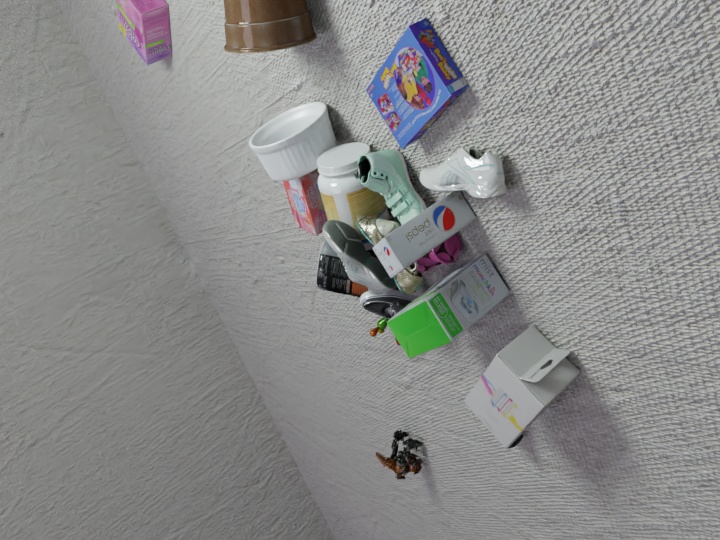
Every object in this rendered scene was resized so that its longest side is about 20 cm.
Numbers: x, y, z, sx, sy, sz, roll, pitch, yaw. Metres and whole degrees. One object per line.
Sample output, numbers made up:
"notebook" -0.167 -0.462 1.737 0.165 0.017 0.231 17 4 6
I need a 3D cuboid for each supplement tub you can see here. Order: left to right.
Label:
"supplement tub" -0.014 -0.161 1.352 0.143 0.143 0.205 24 138 48
"supplement tub" 0.000 0.000 1.438 0.193 0.125 0.124 11 142 4

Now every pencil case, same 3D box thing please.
"pencil case" 0.134 -0.032 1.293 0.095 0.090 0.199 52 153 -6

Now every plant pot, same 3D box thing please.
"plant pot" -0.195 -0.559 1.220 0.198 0.197 0.204 27 133 46

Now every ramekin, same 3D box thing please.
"ramekin" -0.148 -0.292 1.401 0.198 0.200 0.099 20 144 51

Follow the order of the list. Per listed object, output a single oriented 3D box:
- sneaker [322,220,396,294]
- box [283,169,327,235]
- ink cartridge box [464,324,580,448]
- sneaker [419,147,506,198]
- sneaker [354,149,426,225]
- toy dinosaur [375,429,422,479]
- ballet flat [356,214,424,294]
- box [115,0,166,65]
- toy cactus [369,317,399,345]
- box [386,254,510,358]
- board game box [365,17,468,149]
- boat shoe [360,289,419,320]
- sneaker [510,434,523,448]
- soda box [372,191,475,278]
"sneaker" -0.013 -0.020 1.304 0.200 0.071 0.080 45 140 -9
"box" -0.128 -0.208 1.560 0.102 0.094 0.205 26 139 47
"ink cartridge box" 0.311 0.216 1.175 0.125 0.127 0.203 45 142 22
"sneaker" 0.181 -0.180 1.090 0.198 0.069 0.083 16 117 51
"sneaker" 0.056 -0.144 1.217 0.074 0.116 0.205 -39 67 47
"toy dinosaur" 0.127 0.577 1.880 0.100 0.140 0.199 19 179 30
"ballet flat" 0.069 -0.050 1.251 0.075 0.067 0.203 -42 73 33
"box" -0.683 -0.795 1.921 0.177 0.096 0.201 51 154 14
"toy cactus" 0.090 0.105 1.527 0.162 0.101 0.206 9 118 45
"box" 0.171 0.073 1.235 0.098 0.174 0.200 55 153 3
"board game box" 0.094 -0.326 1.097 0.137 0.044 0.200 58 154 2
"boat shoe" 0.094 0.096 1.387 0.071 0.194 0.068 115 163 -50
"sneaker" 0.307 0.300 1.362 0.081 0.074 0.205 37 146 57
"soda box" 0.121 -0.071 1.145 0.069 0.198 0.064 55 155 2
